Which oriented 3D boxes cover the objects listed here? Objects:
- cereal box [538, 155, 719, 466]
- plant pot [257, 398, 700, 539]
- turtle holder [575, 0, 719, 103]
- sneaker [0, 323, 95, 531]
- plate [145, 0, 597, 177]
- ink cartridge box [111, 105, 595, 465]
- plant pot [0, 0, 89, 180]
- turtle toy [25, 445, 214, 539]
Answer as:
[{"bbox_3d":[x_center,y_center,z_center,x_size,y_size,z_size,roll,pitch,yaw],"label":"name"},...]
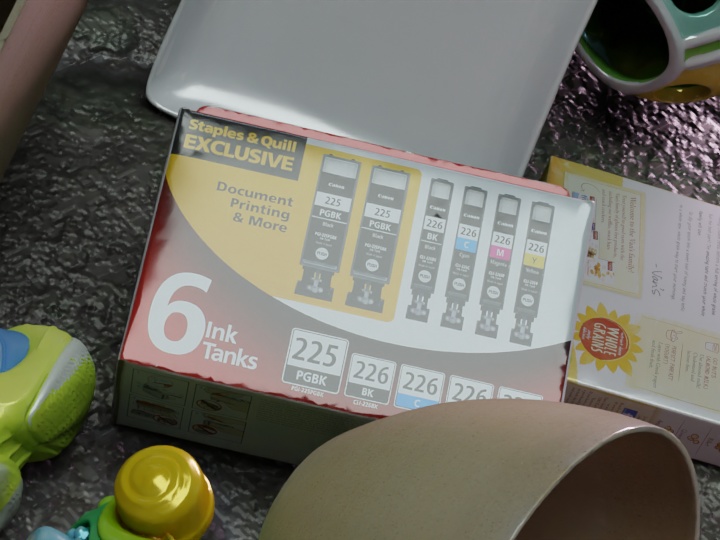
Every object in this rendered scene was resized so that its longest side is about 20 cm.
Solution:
[{"bbox_3d":[0.177,0.030,1.240,0.199,0.040,0.144,17,49,-5],"label":"cereal box"},{"bbox_3d":[0.033,0.136,1.020,0.134,0.201,0.200,22,43,32],"label":"plant pot"},{"bbox_3d":[0.175,-0.146,1.340,0.140,0.186,0.132,9,38,34],"label":"turtle holder"},{"bbox_3d":[-0.202,0.086,1.053,0.105,0.076,0.200,21,39,16],"label":"sneaker"},{"bbox_3d":[0.015,-0.140,1.259,0.199,0.200,0.032,23,8,2],"label":"plate"},{"bbox_3d":[0.000,0.000,1.138,0.199,0.084,0.176,12,65,-2],"label":"ink cartridge box"},{"bbox_3d":[-0.229,-0.113,1.111,0.199,0.201,0.177,31,17,9],"label":"plant pot"},{"bbox_3d":[-0.086,0.176,0.975,0.101,0.146,0.201,-16,55,-4],"label":"turtle toy"}]
